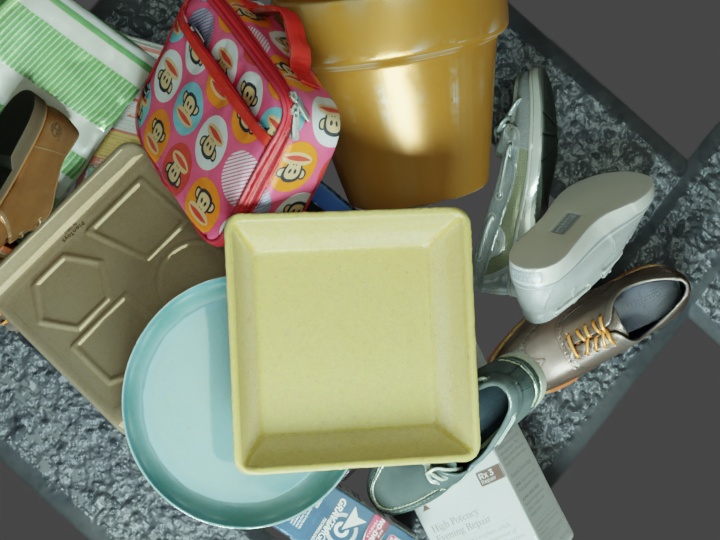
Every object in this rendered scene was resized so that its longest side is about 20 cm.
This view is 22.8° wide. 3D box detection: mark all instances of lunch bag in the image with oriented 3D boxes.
[{"bbox_3d":[-0.096,-0.132,1.453,0.081,0.200,0.177,8,123,-40],"label":"lunch bag"}]

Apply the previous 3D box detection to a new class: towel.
[{"bbox_3d":[-0.283,-0.135,1.510,0.152,0.023,0.201,34,93,-34],"label":"towel"}]

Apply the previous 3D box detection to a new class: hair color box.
[{"bbox_3d":[-0.047,0.201,1.540,0.199,0.100,0.061,33,87,-2],"label":"hair color box"}]

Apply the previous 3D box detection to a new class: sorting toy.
[{"bbox_3d":[-0.188,0.015,1.488,0.200,0.037,0.185,41,80,22],"label":"sorting toy"}]

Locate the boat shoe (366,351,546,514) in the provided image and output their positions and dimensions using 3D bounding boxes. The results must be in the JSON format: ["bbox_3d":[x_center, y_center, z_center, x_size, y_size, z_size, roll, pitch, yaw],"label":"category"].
[{"bbox_3d":[0.068,0.141,1.476,0.200,0.062,0.073,-42,85,28],"label":"boat shoe"}]

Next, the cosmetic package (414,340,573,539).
[{"bbox_3d":[0.092,0.170,1.546,0.101,0.074,0.201,-28,91,28],"label":"cosmetic package"}]

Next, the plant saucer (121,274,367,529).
[{"bbox_3d":[-0.093,0.105,1.433,0.198,0.027,0.203,1,87,-12],"label":"plant saucer"}]

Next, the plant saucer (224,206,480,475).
[{"bbox_3d":[-0.009,0.054,1.416,0.198,0.048,0.202,-2,88,-12],"label":"plant saucer"}]

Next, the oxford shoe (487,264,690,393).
[{"bbox_3d":[0.198,0.051,1.568,0.199,0.073,0.072,-32,91,-4],"label":"oxford shoe"}]

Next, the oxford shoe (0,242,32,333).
[{"bbox_3d":[-0.307,0.013,1.544,0.198,0.071,0.074,20,92,-3],"label":"oxford shoe"}]

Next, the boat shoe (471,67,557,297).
[{"bbox_3d":[0.134,-0.078,1.578,0.064,0.074,0.204,7,95,16],"label":"boat shoe"}]

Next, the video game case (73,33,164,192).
[{"bbox_3d":[-0.172,-0.093,1.570,0.142,0.017,0.202,15,94,-3],"label":"video game case"}]

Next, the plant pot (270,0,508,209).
[{"bbox_3d":[0.035,-0.156,1.525,0.198,0.200,0.185,-10,105,-4],"label":"plant pot"}]

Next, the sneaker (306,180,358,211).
[{"bbox_3d":[0.000,0.000,1.571,0.200,0.070,0.078,40,94,2],"label":"sneaker"}]

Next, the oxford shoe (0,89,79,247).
[{"bbox_3d":[-0.295,-0.044,1.482,0.071,0.071,0.201,31,89,-40],"label":"oxford shoe"}]

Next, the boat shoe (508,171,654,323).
[{"bbox_3d":[0.196,-0.021,1.554,0.071,0.200,0.069,11,125,28],"label":"boat shoe"}]

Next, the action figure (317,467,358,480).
[{"bbox_3d":[-0.073,0.094,1.521,0.200,0.130,0.069,43,83,14],"label":"action figure"}]
